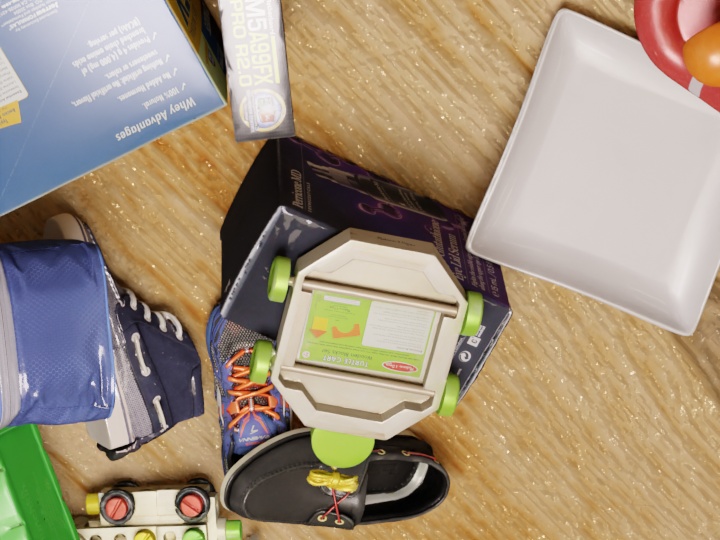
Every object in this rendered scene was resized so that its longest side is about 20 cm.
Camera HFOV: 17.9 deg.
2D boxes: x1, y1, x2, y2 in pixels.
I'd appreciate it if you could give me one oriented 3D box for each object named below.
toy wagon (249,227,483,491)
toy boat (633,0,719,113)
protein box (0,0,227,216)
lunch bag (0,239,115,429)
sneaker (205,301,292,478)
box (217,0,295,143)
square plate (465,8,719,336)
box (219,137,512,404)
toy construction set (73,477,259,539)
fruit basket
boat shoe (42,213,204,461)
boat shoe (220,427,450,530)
[{"bbox_3d":[-0.002,0.067,1.675,0.154,0.040,0.201,11,115,-9],"label":"toy wagon"},{"bbox_3d":[0.278,-0.164,1.656,0.130,0.200,0.131,-13,135,-49],"label":"toy boat"},{"bbox_3d":[-0.227,-0.183,1.643,0.198,0.135,0.200,-25,116,8],"label":"protein box"},{"bbox_3d":[-0.271,0.050,1.689,0.132,0.200,0.137,-5,88,-22],"label":"lunch bag"},{"bbox_3d":[-0.082,0.111,1.833,0.075,0.079,0.201,-8,117,-1],"label":"sneaker"},{"bbox_3d":[-0.078,-0.202,1.608,0.044,0.200,0.161,-6,116,-2],"label":"box"},{"bbox_3d":[0.201,-0.074,1.761,0.199,0.028,0.199,21,92,-14],"label":"square plate"},{"bbox_3d":[0.000,0.000,1.745,0.199,0.148,0.105,24,113,-16],"label":"box"},{"bbox_3d":[-0.167,0.238,1.883,0.199,0.092,0.132,-4,96,-9],"label":"toy construction set"},{"bbox_3d":[-0.332,0.217,1.818,0.214,0.155,0.217,2,98,14],"label":"fruit basket"},{"bbox_3d":[-0.185,0.042,1.806,0.092,0.075,0.201,-19,109,-25],"label":"boat shoe"},{"bbox_3d":[-0.018,0.169,1.826,0.201,0.063,0.074,-3,119,-36],"label":"boat shoe"}]
